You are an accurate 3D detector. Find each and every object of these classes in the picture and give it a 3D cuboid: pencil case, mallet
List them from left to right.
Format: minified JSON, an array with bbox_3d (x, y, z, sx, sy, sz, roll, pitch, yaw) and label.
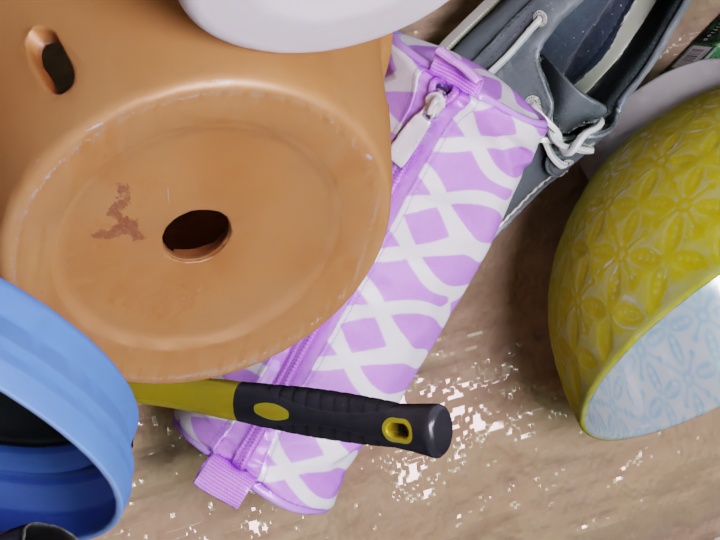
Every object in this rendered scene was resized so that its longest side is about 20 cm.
[{"bbox_3d":[-0.050,0.058,0.971,0.041,0.200,0.066,-13,112,-50],"label":"mallet"},{"bbox_3d":[0.000,0.000,1.029,0.084,0.086,0.200,27,98,-1],"label":"pencil case"}]

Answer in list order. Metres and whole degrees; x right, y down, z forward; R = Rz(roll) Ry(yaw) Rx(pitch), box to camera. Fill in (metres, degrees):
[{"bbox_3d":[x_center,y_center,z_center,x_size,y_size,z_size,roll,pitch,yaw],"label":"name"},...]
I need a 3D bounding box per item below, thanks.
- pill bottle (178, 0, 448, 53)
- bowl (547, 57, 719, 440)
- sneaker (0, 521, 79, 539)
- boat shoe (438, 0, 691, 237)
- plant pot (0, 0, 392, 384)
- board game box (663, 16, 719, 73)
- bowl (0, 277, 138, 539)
[{"bbox_3d":[-0.030,-0.181,0.836,0.113,0.113,0.200,-1,60,-30],"label":"pill bottle"},{"bbox_3d":[0.154,-0.026,1.105,0.200,0.200,0.108,-20,68,-26],"label":"bowl"},{"bbox_3d":[-0.148,0.118,0.927,0.075,0.200,0.085,-2,115,-62],"label":"sneaker"},{"bbox_3d":[0.076,-0.077,1.070,0.073,0.062,0.200,28,102,-32],"label":"boat shoe"},{"bbox_3d":[-0.072,-0.055,0.916,0.200,0.140,0.200,-11,135,-11],"label":"plant pot"},{"bbox_3d":[0.228,-0.051,1.208,0.105,0.023,0.200,-44,117,-14],"label":"board game box"},{"bbox_3d":[-0.172,0.035,0.896,0.201,0.200,0.039,34,61,-30],"label":"bowl"}]
